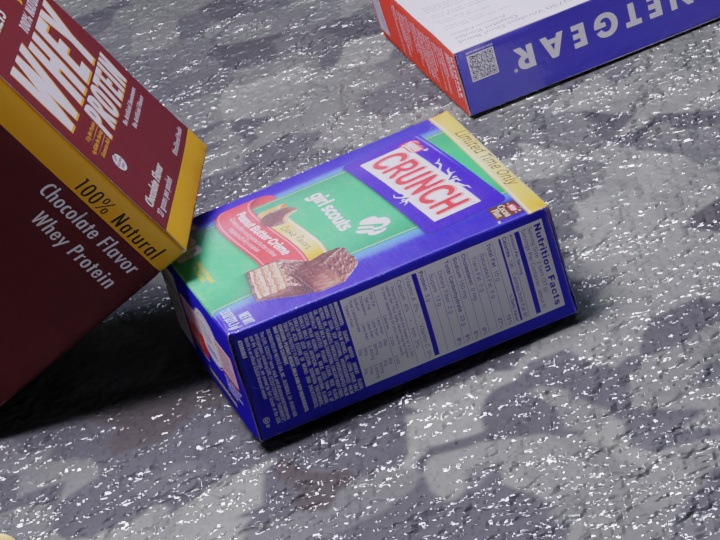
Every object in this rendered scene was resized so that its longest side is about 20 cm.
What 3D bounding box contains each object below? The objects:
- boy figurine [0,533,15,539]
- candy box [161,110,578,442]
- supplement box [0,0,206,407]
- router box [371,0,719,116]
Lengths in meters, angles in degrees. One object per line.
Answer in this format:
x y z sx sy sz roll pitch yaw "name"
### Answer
-0.243 0.202 1.507 0.124 0.065 0.200 6 34 38 "boy figurine"
0.000 0.000 1.729 0.199 0.077 0.169 -21 26 -11 "candy box"
-0.231 -0.047 1.744 0.200 0.197 0.133 -39 20 21 "supplement box"
0.127 -0.189 2.037 0.199 0.049 0.180 -22 28 -11 "router box"
